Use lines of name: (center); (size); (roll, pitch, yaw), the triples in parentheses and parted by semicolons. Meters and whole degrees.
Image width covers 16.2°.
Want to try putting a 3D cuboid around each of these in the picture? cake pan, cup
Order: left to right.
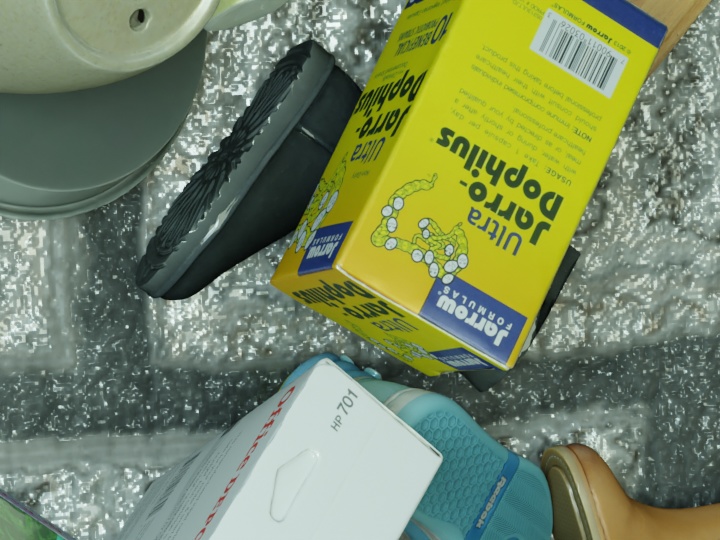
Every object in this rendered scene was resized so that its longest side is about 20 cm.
cake pan: (-0.162, -0.127, 1.300); (0.199, 0.037, 0.202); (1, 89, -32)
cup: (-0.139, -0.162, 1.169); (0.199, 0.143, 0.202); (-19, 124, -31)

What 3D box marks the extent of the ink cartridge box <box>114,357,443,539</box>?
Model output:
ink cartridge box: (-0.066, 0.150, 1.264); (0.086, 0.200, 0.147); (41, 53, -11)

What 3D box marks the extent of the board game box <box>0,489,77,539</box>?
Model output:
board game box: (-0.231, 0.210, 1.342); (0.199, 0.041, 0.201); (35, 86, -15)

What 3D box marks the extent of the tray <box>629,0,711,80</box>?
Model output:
tray: (0.125, -0.143, 1.404); (0.099, 0.037, 0.200); (41, 86, -14)

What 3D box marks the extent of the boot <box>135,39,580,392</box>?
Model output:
boot: (0.001, -0.001, 1.376); (0.200, 0.066, 0.165); (39, 87, -19)

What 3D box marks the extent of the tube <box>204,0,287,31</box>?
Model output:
tube: (-0.094, -0.224, 1.310); (0.052, 0.058, 0.201); (-23, 85, 5)

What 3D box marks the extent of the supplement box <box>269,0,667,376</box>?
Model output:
supplement box: (0.055, -0.059, 1.302); (0.109, 0.109, 0.201); (29, 76, -16)

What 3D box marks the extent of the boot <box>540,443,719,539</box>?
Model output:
boot: (0.200, 0.151, 1.429); (0.155, 0.077, 0.201); (-31, 104, -9)

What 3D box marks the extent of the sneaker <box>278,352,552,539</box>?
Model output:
sneaker: (0.022, 0.107, 1.386); (0.080, 0.130, 0.200); (-56, 142, -16)
